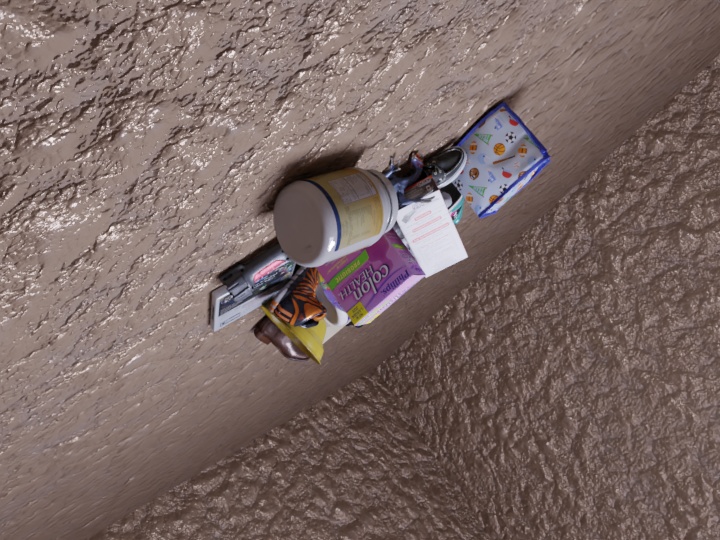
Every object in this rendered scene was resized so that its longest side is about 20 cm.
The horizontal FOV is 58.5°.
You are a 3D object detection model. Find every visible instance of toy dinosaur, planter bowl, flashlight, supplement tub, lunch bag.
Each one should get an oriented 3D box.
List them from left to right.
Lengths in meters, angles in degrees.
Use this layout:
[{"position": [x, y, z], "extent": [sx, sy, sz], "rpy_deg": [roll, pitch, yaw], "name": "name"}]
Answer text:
[{"position": [-0.171, -0.011, 1.247], "extent": [0.199, 0.068, 0.068], "rpy_deg": [-36, 162, -10], "name": "flashlight"}, {"position": [-0.139, 0.121, 1.507], "extent": [0.084, 0.200, 0.201], "rpy_deg": [-46, 169, -13], "name": "planter bowl"}, {"position": [-0.039, -0.099, 1.124], "extent": [0.198, 0.145, 0.145], "rpy_deg": [-23, 161, -45], "name": "supplement tub"}, {"position": [-0.013, 0.031, 1.614], "extent": [0.198, 0.146, 0.146], "rpy_deg": [-30, 165, -23], "name": "supplement tub"}, {"position": [0.052, -0.179, 1.321], "extent": [0.197, 0.107, 0.181], "rpy_deg": [-3, -157, 39], "name": "toy dinosaur"}, {"position": [0.309, -0.249, 1.455], "extent": [0.200, 0.171, 0.123], "rpy_deg": [-46, 166, 34], "name": "lunch bag"}]

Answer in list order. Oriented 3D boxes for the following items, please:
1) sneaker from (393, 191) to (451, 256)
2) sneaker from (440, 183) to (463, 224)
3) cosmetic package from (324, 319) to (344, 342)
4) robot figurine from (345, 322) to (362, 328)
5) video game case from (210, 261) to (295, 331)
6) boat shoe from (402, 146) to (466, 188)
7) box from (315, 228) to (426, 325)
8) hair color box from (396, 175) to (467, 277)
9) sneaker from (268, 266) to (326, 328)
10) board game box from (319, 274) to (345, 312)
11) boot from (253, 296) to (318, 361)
[{"position": [0.127, -0.104, 1.477], "extent": [0.196, 0.116, 0.076], "rpy_deg": [-17, -152, 18], "name": "sneaker"}, {"position": [0.204, -0.144, 1.739], "extent": [0.199, 0.084, 0.121], "rpy_deg": [-40, 157, 7], "name": "sneaker"}, {"position": [-0.110, 0.129, 1.749], "extent": [0.199, 0.104, 0.073], "rpy_deg": [-40, -154, 10], "name": "cosmetic package"}, {"position": [0.010, 0.082, 1.844], "extent": [0.199, 0.152, 0.124], "rpy_deg": [-35, 162, 29], "name": "robot figurine"}, {"position": [-0.230, 0.043, 1.372], "extent": [0.198, 0.024, 0.182], "rpy_deg": [-30, 165, -25], "name": "video game case"}, {"position": [0.150, -0.208, 1.414], "extent": [0.198, 0.069, 0.057], "rpy_deg": [-35, 166, 2], "name": "boat shoe"}, {"position": [0.011, -0.015, 1.410], "extent": [0.175, 0.202, 0.096], "rpy_deg": [-40, 166, 18], "name": "box"}, {"position": [0.148, -0.093, 1.400], "extent": [0.109, 0.064, 0.201], "rpy_deg": [-25, 129, 7], "name": "hair color box"}, {"position": [-0.115, 0.060, 1.439], "extent": [0.201, 0.111, 0.078], "rpy_deg": [-53, 176, -45], "name": "sneaker"}, {"position": [0.000, 0.000, 1.509], "extent": [0.198, 0.160, 0.039], "rpy_deg": [-33, 177, -12], "name": "board game box"}, {"position": [-0.148, 0.135, 1.637], "extent": [0.185, 0.065, 0.200], "rpy_deg": [28, 121, -31], "name": "boot"}]
